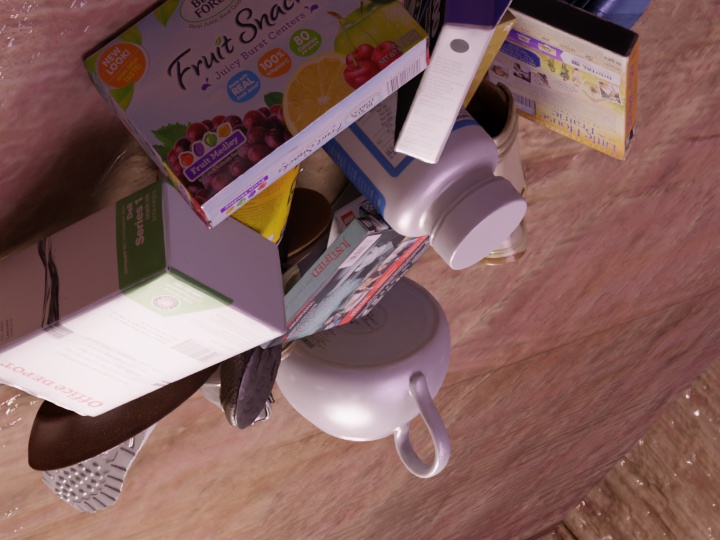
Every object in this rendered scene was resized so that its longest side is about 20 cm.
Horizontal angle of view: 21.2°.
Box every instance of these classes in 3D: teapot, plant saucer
[{"bbox_3d":[0.002,0.104,1.941,0.200,0.196,0.147,-78,170,-53],"label":"teapot"},{"bbox_3d":[-0.215,0.105,1.693,0.200,0.037,0.200,-27,-165,8],"label":"plant saucer"}]

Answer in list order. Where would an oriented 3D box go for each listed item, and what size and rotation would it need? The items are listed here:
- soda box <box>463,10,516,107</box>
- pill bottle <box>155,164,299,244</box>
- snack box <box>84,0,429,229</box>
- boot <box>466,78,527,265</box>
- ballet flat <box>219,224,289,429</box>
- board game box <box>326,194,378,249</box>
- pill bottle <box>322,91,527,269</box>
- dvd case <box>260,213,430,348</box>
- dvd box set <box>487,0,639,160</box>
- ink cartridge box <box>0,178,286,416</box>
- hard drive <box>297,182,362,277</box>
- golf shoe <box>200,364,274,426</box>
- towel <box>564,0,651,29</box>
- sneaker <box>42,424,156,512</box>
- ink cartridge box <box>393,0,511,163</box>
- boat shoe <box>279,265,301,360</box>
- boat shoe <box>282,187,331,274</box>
[{"bbox_3d":[0.058,-0.165,1.677,0.068,0.064,0.200,-26,156,-37],"label":"soda box"},{"bbox_3d":[-0.100,-0.090,1.475,0.109,0.109,0.200,-31,160,-24],"label":"pill bottle"},{"bbox_3d":[-0.071,-0.146,1.350,0.200,0.142,0.053,-37,162,-9],"label":"snack box"},{"bbox_3d":[0.116,-0.123,1.811,0.072,0.200,0.156,-7,128,5],"label":"boot"},{"bbox_3d":[-0.098,0.042,1.652,0.067,0.046,0.201,-34,136,-56],"label":"ballet flat"},{"bbox_3d":[0.031,-0.049,1.773,0.126,0.035,0.200,-31,172,-8],"label":"board game box"},{"bbox_3d":[0.043,-0.099,1.584,0.112,0.200,0.112,-35,161,-14],"label":"pill bottle"},{"bbox_3d":[0.000,0.000,1.670,0.146,0.022,0.200,-48,167,24],"label":"dvd case"},{"bbox_3d":[0.182,-0.181,1.739,0.029,0.146,0.200,-59,162,-17],"label":"dvd box set"},{"bbox_3d":[-0.180,0.026,1.465,0.199,0.085,0.146,-23,147,27],"label":"ink cartridge box"},{"bbox_3d":[0.027,-0.054,1.931,0.200,0.026,0.132,-14,148,-54],"label":"hard drive"},{"bbox_3d":[-0.122,0.103,1.835,0.078,0.097,0.200,-32,-175,5],"label":"golf shoe"},{"bbox_3d":[0.240,-0.263,1.830,0.200,0.049,0.111,-51,159,26],"label":"towel"},{"bbox_3d":[-0.240,0.162,1.847,0.200,0.076,0.081,-45,-167,44],"label":"sneaker"},{"bbox_3d":[0.073,-0.218,1.431,0.043,0.199,0.200,14,142,-10],"label":"ink cartridge box"},{"bbox_3d":[-0.080,0.038,1.789,0.073,0.063,0.201,-30,-174,3],"label":"boat shoe"},{"bbox_3d":[-0.116,-0.006,1.700,0.199,0.071,0.070,-26,150,-15],"label":"boat shoe"}]
